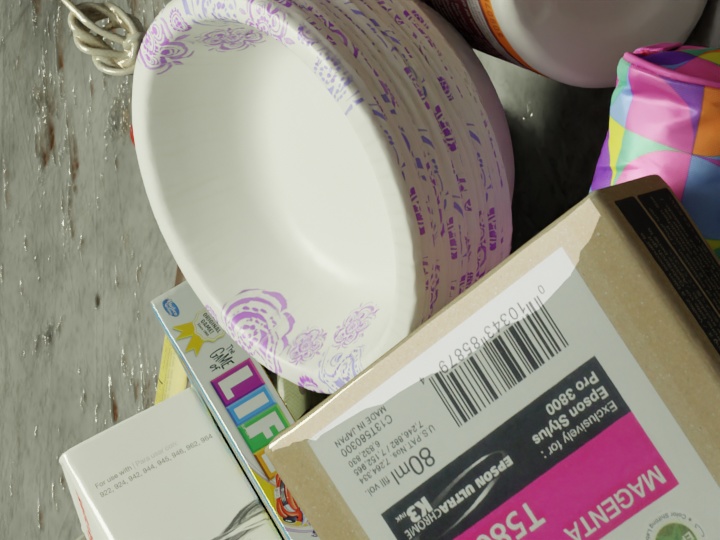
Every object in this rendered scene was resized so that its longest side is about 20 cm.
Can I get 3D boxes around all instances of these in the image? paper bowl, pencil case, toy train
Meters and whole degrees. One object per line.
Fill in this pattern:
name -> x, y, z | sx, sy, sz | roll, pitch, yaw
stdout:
paper bowl -> -0.007, -0.052, 1.351 | 0.200, 0.104, 0.202 | 30, 133, 38
pencil case -> 0.127, 0.000, 1.263 | 0.088, 0.088, 0.201 | 43, 123, 58
toy train -> -0.075, -0.103, 1.577 | 0.200, 0.116, 0.085 | 44, 112, 9

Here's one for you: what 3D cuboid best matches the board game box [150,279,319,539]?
board game box -> -0.037, 0.111, 1.519 | 0.201, 0.034, 0.135 | 58, 174, 24

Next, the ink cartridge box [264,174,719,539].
ink cartridge box -> 0.083, 0.084, 1.208 | 0.200, 0.075, 0.165 | -39, 78, 26

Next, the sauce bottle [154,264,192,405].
sauce bottle -> -0.082, 0.024, 1.734 | 0.065, 0.064, 0.201 | 36, 118, 61

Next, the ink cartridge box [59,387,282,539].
ink cartridge box -> -0.074, 0.183, 1.549 | 0.201, 0.084, 0.146 | 59, 169, 20

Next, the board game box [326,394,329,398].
board game box -> 0.000, 0.000, 1.501 | 0.158, 0.039, 0.201 | -75, 10, -54

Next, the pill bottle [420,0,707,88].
pill bottle -> 0.071, -0.158, 1.369 | 0.200, 0.113, 0.115 | 29, 114, 62

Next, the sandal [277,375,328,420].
sandal -> -0.041, 0.103, 1.636 | 0.080, 0.057, 0.203 | 160, 106, -64

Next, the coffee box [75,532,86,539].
coffee box -> -0.119, 0.250, 1.765 | 0.113, 0.079, 0.201 | -40, 51, 56
